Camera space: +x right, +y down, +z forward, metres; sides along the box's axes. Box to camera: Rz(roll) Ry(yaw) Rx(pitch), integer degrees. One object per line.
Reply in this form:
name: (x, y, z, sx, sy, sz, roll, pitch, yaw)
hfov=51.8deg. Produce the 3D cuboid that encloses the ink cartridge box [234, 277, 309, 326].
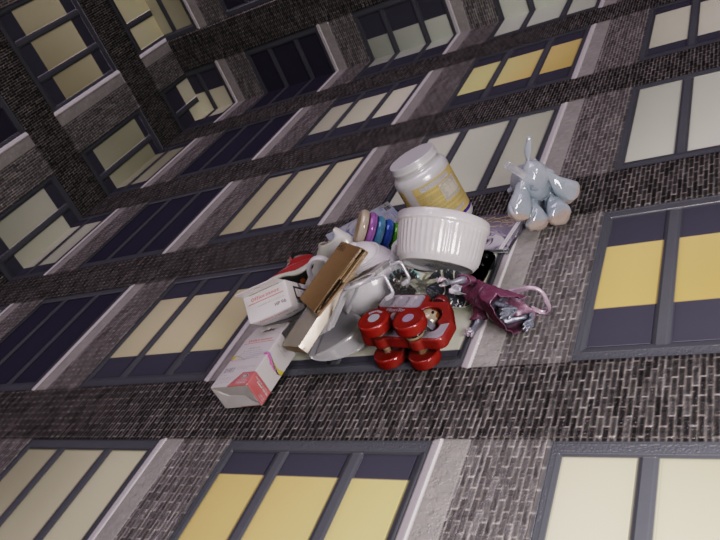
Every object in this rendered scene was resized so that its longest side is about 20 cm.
ink cartridge box: (-0.185, 0.077, 1.692, 0.116, 0.068, 0.200, -24, -17, 19)

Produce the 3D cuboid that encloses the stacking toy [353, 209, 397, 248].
stacking toy: (0.088, -0.084, 1.785, 0.199, 0.086, 0.085, 13, 29, -8)

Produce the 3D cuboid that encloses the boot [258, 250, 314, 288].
boot: (-0.194, 0.014, 1.951, 0.199, 0.073, 0.144, -27, 26, -20)

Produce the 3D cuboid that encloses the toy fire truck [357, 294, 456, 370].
toy fire truck: (0.101, 0.104, 1.488, 0.199, 0.112, 0.168, -3, 37, 35)

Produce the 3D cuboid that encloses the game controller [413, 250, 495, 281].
game controller: (0.206, -0.006, 1.668, 0.199, 0.042, 0.104, 2, 39, 44)

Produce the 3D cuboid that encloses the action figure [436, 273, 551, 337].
action figure: (0.245, 0.045, 1.448, 0.149, 0.134, 0.200, -34, 31, -16)

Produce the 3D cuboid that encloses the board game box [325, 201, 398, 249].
board game box: (0.022, -0.091, 1.971, 0.198, 0.043, 0.200, -27, 28, -3)

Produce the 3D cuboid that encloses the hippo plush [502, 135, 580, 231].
hippo plush: (0.385, -0.182, 1.705, 0.159, 0.200, 0.161, -50, 9, 3)

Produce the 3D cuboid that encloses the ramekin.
ramekin: (0.169, -0.057, 1.570, 0.200, 0.200, 0.106, 1, 78, 42)

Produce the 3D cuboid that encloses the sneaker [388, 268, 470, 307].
sneaker: (0.164, 0.036, 1.596, 0.199, 0.086, 0.078, 12, 84, 23)

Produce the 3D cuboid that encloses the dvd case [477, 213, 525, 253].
dvd case: (0.289, -0.088, 1.766, 0.199, 0.016, 0.149, 0, 37, 40)

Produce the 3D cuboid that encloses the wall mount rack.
wall mount rack: (0.006, 0.046, 1.538, 0.173, 0.075, 0.200, -25, 5, 25)

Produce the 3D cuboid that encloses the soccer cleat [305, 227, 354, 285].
soccer cleat: (-0.086, -0.028, 1.846, 0.200, 0.078, 0.069, -47, 1, 33)

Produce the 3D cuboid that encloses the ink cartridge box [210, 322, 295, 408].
ink cartridge box: (-0.224, 0.207, 1.633, 0.116, 0.068, 0.200, -11, 31, 37)

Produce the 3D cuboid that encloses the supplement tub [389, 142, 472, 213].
supplement tub: (0.174, -0.198, 1.837, 0.145, 0.200, 0.146, -28, 20, 12)

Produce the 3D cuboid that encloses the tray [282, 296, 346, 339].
tray: (-0.118, 0.123, 1.678, 0.200, 0.022, 0.108, -29, 23, 36)

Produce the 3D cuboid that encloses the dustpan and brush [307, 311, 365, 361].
dustpan and brush: (-0.004, 0.137, 1.601, 0.199, 0.057, 0.140, -18, 32, 30)

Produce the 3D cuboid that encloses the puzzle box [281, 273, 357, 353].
puzzle box: (-0.088, 0.086, 1.586, 0.200, 0.025, 0.133, -57, 15, -15)

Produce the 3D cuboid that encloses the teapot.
teapot: (0.000, 0.000, 1.722, 0.200, 0.146, 0.197, -34, 28, -12)

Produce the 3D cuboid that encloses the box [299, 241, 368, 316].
box: (-0.061, 0.014, 1.571, 0.164, 0.021, 0.200, -54, 14, -3)
